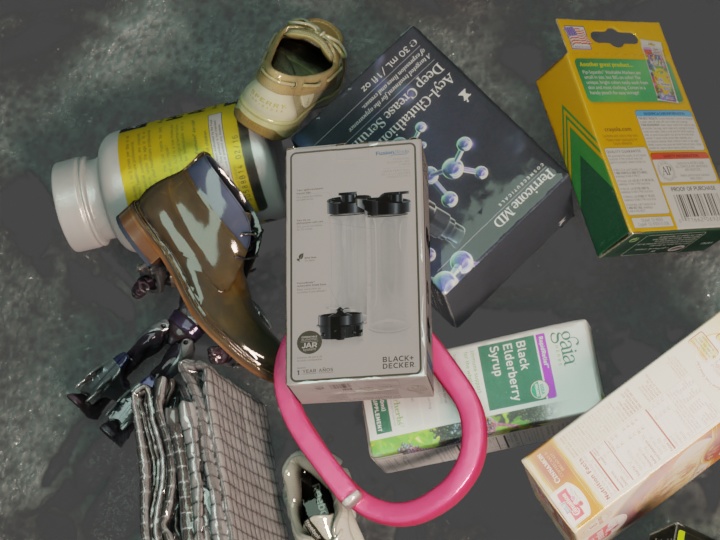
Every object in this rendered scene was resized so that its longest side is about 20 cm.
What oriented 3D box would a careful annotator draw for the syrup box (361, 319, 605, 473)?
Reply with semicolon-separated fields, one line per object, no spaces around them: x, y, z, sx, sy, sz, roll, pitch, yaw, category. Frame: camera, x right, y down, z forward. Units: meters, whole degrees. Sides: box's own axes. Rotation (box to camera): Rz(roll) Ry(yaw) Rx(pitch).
0.103;0.106;1.434;0.197;0.082;0.080;-12;71;7;syrup box

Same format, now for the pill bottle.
-0.167;-0.079;1.520;0.197;0.111;0.113;-14;71;5;pill bottle

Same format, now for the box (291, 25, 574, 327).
0.063;-0.080;1.484;0.148;0.107;0.200;-43;72;-5;box

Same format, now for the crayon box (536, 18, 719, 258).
0.229;-0.113;1.461;0.125;0.052;0.202;-3;68;-34;crayon box

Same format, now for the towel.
-0.126;0.188;1.406;0.085;0.166;0.202;-15;71;11;towel

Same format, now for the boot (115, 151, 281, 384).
-0.107;-0.003;1.437;0.097;0.075;0.200;-43;89;9;boot

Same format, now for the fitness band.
0.015;0.109;1.387;0.143;0.037;0.201;-37;70;-1;fitness band

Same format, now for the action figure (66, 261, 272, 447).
-0.163;0.061;1.502;0.130;0.069;0.200;38;79;23;action figure

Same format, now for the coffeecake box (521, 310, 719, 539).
0.231;0.134;1.365;0.199;0.154;0.073;-36;70;-2;coffeecake box

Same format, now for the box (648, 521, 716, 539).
0.288;0.319;1.287;0.191;0.048;0.202;24;59;-14;box

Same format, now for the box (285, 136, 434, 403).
0.000;0.000;1.379;0.115;0.060;0.203;-5;71;9;box

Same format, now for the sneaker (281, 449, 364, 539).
-0.019;0.240;1.416;0.074;0.081;0.202;-24;72;0;sneaker

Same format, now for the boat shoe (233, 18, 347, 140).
-0.052;-0.182;1.501;0.073;0.201;0.064;30;122;5;boat shoe
